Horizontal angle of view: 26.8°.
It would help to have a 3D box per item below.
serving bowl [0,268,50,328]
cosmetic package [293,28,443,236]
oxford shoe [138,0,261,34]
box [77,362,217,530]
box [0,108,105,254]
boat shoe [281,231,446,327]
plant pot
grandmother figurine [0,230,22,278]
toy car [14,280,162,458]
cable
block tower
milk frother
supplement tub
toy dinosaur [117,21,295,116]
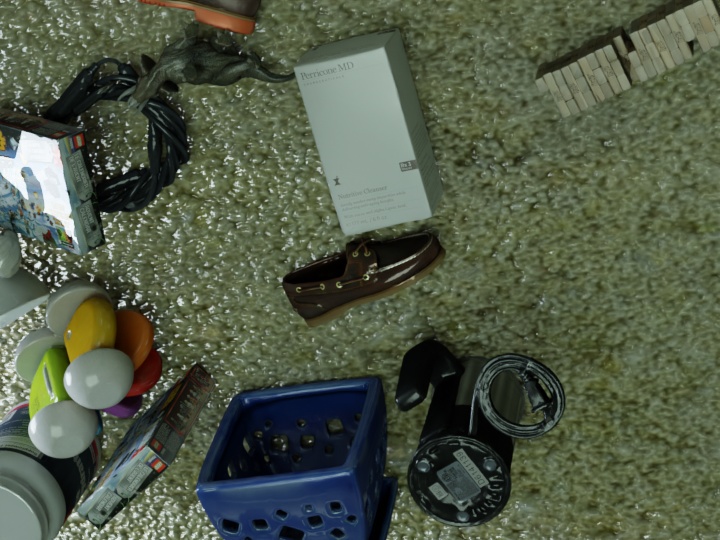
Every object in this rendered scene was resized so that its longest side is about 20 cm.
[{"bbox_3d":[-0.471,0.050,1.803,0.199,0.200,0.066,-29,90,22],"label":"serving bowl"},{"bbox_3d":[0.011,-0.153,1.664,0.112,0.081,0.202,-12,112,19],"label":"cosmetic package"},{"bbox_3d":[-0.202,-0.321,1.648,0.198,0.071,0.073,17,104,-5],"label":"oxford shoe"},{"bbox_3d":[-0.253,0.209,1.819,0.040,0.200,0.137,42,116,-9],"label":"box"},{"bbox_3d":[-0.376,-0.107,1.731,0.199,0.040,0.138,17,124,41],"label":"box"},{"bbox_3d":[0.000,0.000,1.742,0.199,0.071,0.071,-25,111,21],"label":"boat shoe"},{"bbox_3d":[-0.062,0.261,1.810,0.198,0.201,0.181,-8,118,15],"label":"plant pot"},{"bbox_3d":[-0.469,-0.040,1.782,0.199,0.121,0.061,23,95,34],"label":"grandmother figurine"},{"bbox_3d":[-0.321,0.125,1.837,0.149,0.176,0.200,17,123,-38],"label":"toy car"},{"bbox_3d":[-0.290,-0.143,1.757,0.163,0.051,0.200,37,120,-15],"label":"cable"},{"bbox_3d":[0.285,-0.227,1.587,0.199,0.054,0.058,-23,107,21],"label":"block tower"},{"bbox_3d":[0.152,0.157,1.716,0.198,0.188,0.182,-15,111,18],"label":"milk frother"},{"bbox_3d":[-0.416,0.262,1.878,0.139,0.200,0.142,5,116,10],"label":"supplement tub"},{"bbox_3d":[-0.167,-0.230,1.666,0.198,0.102,0.078,-13,91,-20],"label":"toy dinosaur"}]
